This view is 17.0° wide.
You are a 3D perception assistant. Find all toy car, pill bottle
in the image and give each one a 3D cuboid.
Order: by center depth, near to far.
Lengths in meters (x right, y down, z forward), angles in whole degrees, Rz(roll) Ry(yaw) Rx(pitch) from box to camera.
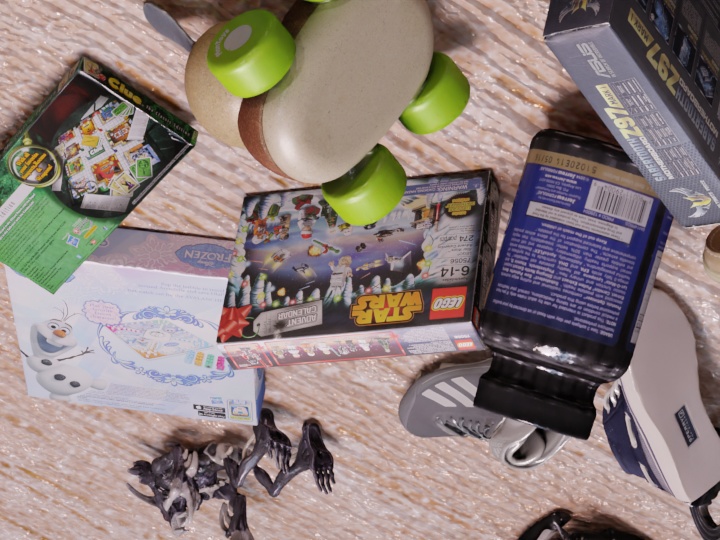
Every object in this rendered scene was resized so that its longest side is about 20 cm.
[{"bbox_3d":[-0.058,-0.141,1.637,0.200,0.158,0.164,14,153,49],"label":"toy car"},{"bbox_3d":[0.147,0.011,1.682,0.112,0.201,0.112,17,179,0],"label":"pill bottle"}]

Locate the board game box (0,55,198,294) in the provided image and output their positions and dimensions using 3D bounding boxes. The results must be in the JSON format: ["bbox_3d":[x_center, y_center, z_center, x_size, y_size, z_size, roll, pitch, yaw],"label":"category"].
[{"bbox_3d":[-0.218,-0.068,1.793,0.105,0.023,0.200,32,129,-21],"label":"board game box"}]

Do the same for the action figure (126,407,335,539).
[{"bbox_3d":[-0.124,0.192,2.092,0.200,0.102,0.119,-26,142,37],"label":"action figure"}]

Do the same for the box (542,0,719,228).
[{"bbox_3d":[0.192,-0.147,1.509,0.051,0.158,0.200,-10,140,33],"label":"box"}]

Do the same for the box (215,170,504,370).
[{"bbox_3d":[0.000,0.000,1.771,0.199,0.137,0.040,-6,144,20],"label":"box"}]

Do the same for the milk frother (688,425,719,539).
[{"bbox_3d":[0.384,0.185,1.950,0.188,0.200,0.181,18,113,-28],"label":"milk frother"}]

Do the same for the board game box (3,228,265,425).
[{"bbox_3d":[-0.180,0.042,1.950,0.199,0.043,0.199,7,143,5],"label":"board game box"}]

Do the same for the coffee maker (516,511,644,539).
[{"bbox_3d":[0.182,0.324,2.166,0.192,0.135,0.200,33,139,-29],"label":"coffee maker"}]

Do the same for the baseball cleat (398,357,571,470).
[{"bbox_3d":[0.099,0.117,1.931,0.070,0.107,0.200,28,143,-30],"label":"baseball cleat"}]

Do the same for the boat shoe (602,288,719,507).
[{"bbox_3d":[0.220,0.095,1.903,0.093,0.075,0.200,18,134,51],"label":"boat shoe"}]

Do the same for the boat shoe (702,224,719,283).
[{"bbox_3d":[0.331,-0.042,1.697,0.200,0.072,0.065,-13,129,25],"label":"boat shoe"}]
